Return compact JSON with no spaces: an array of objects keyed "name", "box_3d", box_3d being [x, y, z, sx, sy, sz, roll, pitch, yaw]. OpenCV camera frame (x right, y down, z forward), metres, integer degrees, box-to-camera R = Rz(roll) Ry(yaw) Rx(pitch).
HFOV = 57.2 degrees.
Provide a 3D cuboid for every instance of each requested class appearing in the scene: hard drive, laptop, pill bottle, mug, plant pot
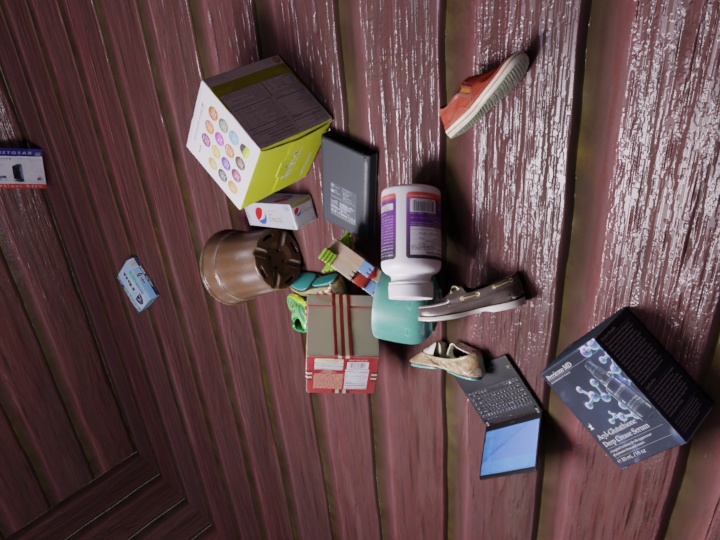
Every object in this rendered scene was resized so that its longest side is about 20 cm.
[{"name":"hard drive","box_3d":[-0.026,-0.177,1.389,0.139,0.033,0.201,31,136,33]},{"name":"laptop","box_3d":[0.265,0.297,1.324,0.201,0.103,0.177,57,144,3]},{"name":"pill bottle","box_3d":[0.093,-0.048,1.208,0.111,0.111,0.202,-7,80,52]},{"name":"mug","box_3d":[0.098,0.055,1.308,0.113,0.152,0.186,10,118,16]},{"name":"plant pot","box_3d":[-0.268,-0.018,1.668,0.197,0.200,0.202,-8,109,44]}]

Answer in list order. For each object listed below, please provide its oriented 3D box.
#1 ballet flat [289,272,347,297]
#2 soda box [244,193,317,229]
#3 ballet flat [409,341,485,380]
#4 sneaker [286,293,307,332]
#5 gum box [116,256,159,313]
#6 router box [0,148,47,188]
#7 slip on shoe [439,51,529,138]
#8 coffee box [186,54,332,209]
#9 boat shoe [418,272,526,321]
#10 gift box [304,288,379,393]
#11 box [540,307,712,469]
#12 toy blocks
[{"name":"ballet flat","box_3d":[-0.103,0.044,1.618,0.199,0.070,0.071,-2,114,50]},{"name":"soda box","box_3d":[-0.196,-0.144,1.583,0.199,0.068,0.064,10,123,47]},{"name":"ballet flat","box_3d":[0.183,0.183,1.386,0.199,0.070,0.066,4,89,48]},{"name":"sneaker","box_3d":[-0.151,0.108,1.657,0.074,0.084,0.200,22,177,-16]},{"name":"gum box","box_3d":[-0.855,0.058,2.532,0.171,0.044,0.200,58,145,0]},{"name":"router box","box_3d":[-1.407,-0.418,2.718,0.180,0.198,0.049,110,150,-48]},{"name":"slip on shoe","box_3d":[0.186,-0.281,1.035,0.061,0.074,0.200,59,149,4]},{"name":"coffee box","box_3d":[-0.215,-0.290,1.390,0.198,0.199,0.200,49,143,11]},{"name":"boat shoe","box_3d":[0.197,0.052,1.203,0.198,0.072,0.060,-12,91,19]},{"name":"gift box","box_3d":[-0.034,0.147,1.471,0.201,0.183,0.188,103,169,-49]},{"name":"box","box_3d":[0.421,0.190,1.059,0.200,0.107,0.149,50,144,12]},{"name":"toy blocks","box_3d":[0.000,0.000,1.379,0.136,0.100,0.200,36,-178,10]}]
